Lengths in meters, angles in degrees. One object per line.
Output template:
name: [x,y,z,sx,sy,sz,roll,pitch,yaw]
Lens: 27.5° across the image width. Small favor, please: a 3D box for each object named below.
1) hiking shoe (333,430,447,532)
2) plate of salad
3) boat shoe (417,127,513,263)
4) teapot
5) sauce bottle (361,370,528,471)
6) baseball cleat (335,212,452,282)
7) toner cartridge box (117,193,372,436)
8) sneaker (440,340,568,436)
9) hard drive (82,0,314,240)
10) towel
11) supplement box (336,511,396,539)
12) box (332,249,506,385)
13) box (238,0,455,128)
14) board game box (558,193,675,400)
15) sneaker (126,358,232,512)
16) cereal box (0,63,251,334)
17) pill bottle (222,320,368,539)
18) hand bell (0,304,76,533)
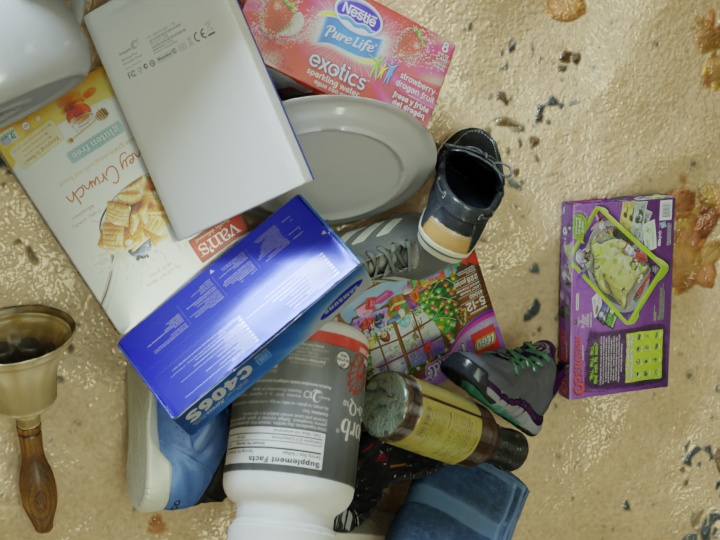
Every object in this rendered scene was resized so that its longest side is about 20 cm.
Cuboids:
hiking shoe: [0.009,0.174,1.395,0.199,0.100,0.076,-29,105,-37]
plate of salad: [-0.033,-0.100,1.283,0.199,0.200,0.048,9,57,-24]
boat shoe: [0.099,-0.081,1.322,0.074,0.200,0.062,27,124,-2]
teapot: [-0.310,-0.181,1.126,0.196,0.200,0.147,-26,94,0]
sauce bottle: [0.083,0.146,1.349,0.199,0.065,0.065,26,91,-43]
baseball cleat: [0.000,0.000,1.307,0.198,0.107,0.070,-7,122,2]
toner cartridge box: [-0.096,0.036,1.228,0.200,0.095,0.043,-39,151,-5]
sneaker: [0.141,0.091,1.403,0.088,0.074,0.200,-56,152,-2]
hard drive: [-0.133,-0.141,1.199,0.131,0.025,0.201,-22,93,26]
towel: [0.086,0.248,1.384,0.111,0.200,0.049,30,132,1]
supplement box: [0.006,0.303,1.426,0.198,0.073,0.127,9,98,-24]
box: [0.030,0.053,1.399,0.199,0.039,0.138,-26,111,-15]
box: [-0.031,-0.192,1.280,0.199,0.100,0.096,23,83,-25]
board game box: [0.260,0.026,1.495,0.119,0.032,0.202,-6,104,-25]
sneaker: [-0.147,0.114,1.322,0.110,0.077,0.202,0,93,-30]
cereal box: [-0.199,-0.066,1.249,0.143,0.040,0.201,-35,95,-13]
pill bottle: [-0.058,0.148,1.267,0.115,0.116,0.202,13,73,-24]
hand bell: [-0.287,0.143,1.274,0.103,0.104,0.202,-12,117,-20]
